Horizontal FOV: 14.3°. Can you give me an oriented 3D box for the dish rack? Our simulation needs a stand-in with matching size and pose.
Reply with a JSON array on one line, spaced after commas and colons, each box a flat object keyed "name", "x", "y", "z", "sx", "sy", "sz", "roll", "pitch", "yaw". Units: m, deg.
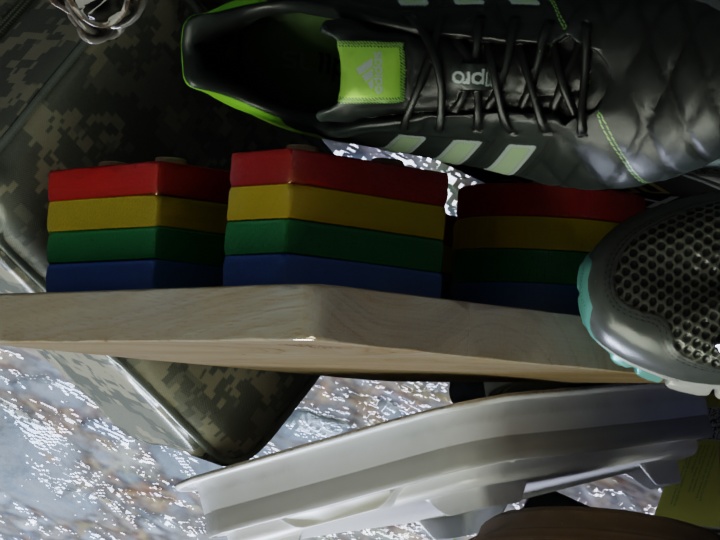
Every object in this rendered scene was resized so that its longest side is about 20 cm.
[{"name": "dish rack", "x": 0.042, "y": 0.083, "z": 1.171, "sx": 0.172, "sy": 0.044, "sz": 0.200, "roll": -17, "pitch": 170, "yaw": 36}]

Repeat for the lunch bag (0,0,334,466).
[{"name": "lunch bag", "x": -0.113, "y": -0.032, "z": 1.179, "sx": 0.168, "sy": 0.139, "sz": 0.200, "roll": 12, "pitch": 151, "yaw": 51}]

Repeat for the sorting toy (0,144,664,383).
[{"name": "sorting toy", "x": 0.000, "y": 0.000, "z": 1.042, "sx": 0.199, "sy": 0.070, "sz": 0.200, "roll": 7, "pitch": 174, "yaw": -39}]

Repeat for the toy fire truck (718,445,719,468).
[{"name": "toy fire truck", "x": 0.256, "y": 0.108, "z": 1.090, "sx": 0.176, "sy": 0.129, "sz": 0.200, "roll": -25, "pitch": 138, "yaw": 26}]

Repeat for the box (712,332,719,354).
[{"name": "box", "x": 0.217, "y": 0.079, "z": 0.900, "sx": 0.137, "sy": 0.038, "sz": 0.200, "roll": -1, "pitch": 134, "yaw": 52}]

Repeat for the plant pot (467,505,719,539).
[{"name": "plant pot", "x": 0.092, "y": 0.148, "z": 1.116, "sx": 0.201, "sy": 0.093, "sz": 0.201, "roll": 6, "pitch": 163, "yaw": 2}]

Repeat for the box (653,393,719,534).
[{"name": "box", "x": 0.199, "y": 0.142, "z": 1.315, "sx": 0.050, "sy": 0.075, "sz": 0.200, "roll": 2, "pitch": 144, "yaw": 34}]

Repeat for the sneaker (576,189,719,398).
[{"name": "sneaker", "x": 0.174, "y": -0.002, "z": 0.954, "sx": 0.200, "sy": 0.078, "sz": 0.091, "roll": -2, "pitch": 165, "yaw": -3}]

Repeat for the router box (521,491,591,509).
[{"name": "router box", "x": 0.153, "y": 0.186, "z": 1.293, "sx": 0.200, "sy": 0.051, "sz": 0.149, "roll": 24, "pitch": 152, "yaw": 12}]

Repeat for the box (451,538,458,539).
[{"name": "box", "x": 0.117, "y": 0.202, "z": 1.261, "sx": 0.200, "sy": 0.036, "sz": 0.144, "roll": 23, "pitch": 149, "yaw": 12}]

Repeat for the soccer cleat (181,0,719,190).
[{"name": "soccer cleat", "x": 0.034, "y": -0.062, "z": 0.939, "sx": 0.200, "sy": 0.068, "sz": 0.081, "roll": 5, "pitch": -174, "yaw": 29}]

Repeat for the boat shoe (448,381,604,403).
[{"name": "boat shoe", "x": 0.069, "y": 0.027, "z": 1.222, "sx": 0.074, "sy": 0.066, "sz": 0.199, "roll": -11, "pitch": 171, "yaw": 3}]

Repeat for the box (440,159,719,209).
[{"name": "box", "x": 0.136, "y": -0.051, "z": 1.024, "sx": 0.200, "sy": 0.050, "sz": 0.158, "roll": 2, "pitch": 170, "yaw": 28}]

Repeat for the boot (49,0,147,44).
[{"name": "boot", "x": -0.095, "y": -0.138, "z": 0.963, "sx": 0.069, "sy": 0.174, "sz": 0.200, "roll": -18, "pitch": 137, "yaw": 7}]

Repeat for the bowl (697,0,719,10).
[{"name": "bowl", "x": 0.038, "y": -0.143, "z": 0.933, "sx": 0.201, "sy": 0.090, "sz": 0.201, "roll": 5, "pitch": 173, "yaw": 1}]
